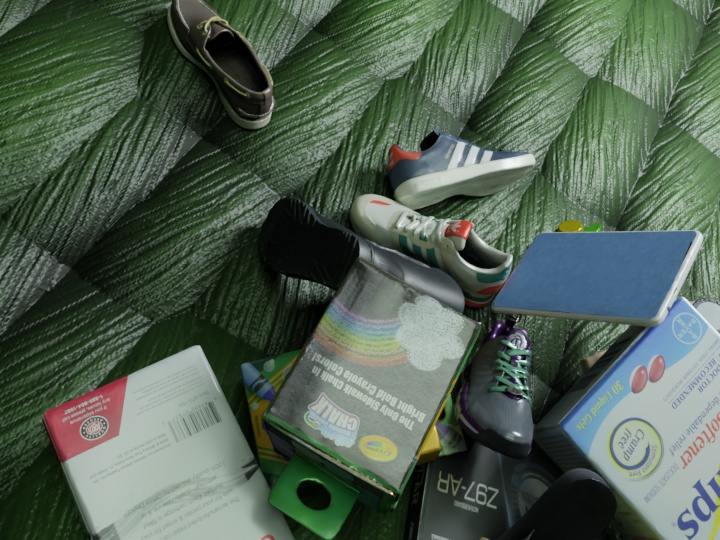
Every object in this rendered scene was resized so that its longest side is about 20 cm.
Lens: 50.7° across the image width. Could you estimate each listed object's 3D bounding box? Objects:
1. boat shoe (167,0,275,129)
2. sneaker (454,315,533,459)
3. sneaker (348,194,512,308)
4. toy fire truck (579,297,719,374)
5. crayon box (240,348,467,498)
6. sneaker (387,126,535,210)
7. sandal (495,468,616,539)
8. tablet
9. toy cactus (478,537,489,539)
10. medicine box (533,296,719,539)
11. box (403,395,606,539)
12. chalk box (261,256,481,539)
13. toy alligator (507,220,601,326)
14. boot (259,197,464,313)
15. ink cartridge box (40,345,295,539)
[{"bbox_3d":[-0.166,-0.263,0.907,0.071,0.060,0.202,-26,73,-28],"label":"boat shoe"},{"bbox_3d":[0.136,0.103,0.737,0.073,0.089,0.200,20,13,-2],"label":"sneaker"},{"bbox_3d":[0.083,-0.040,0.853,0.198,0.094,0.071,33,57,0],"label":"sneaker"},{"bbox_3d":[0.339,0.135,0.847,0.196,0.129,0.179,-15,63,-6],"label":"toy fire truck"},{"bbox_3d":[-0.005,0.131,0.724,0.196,0.052,0.128,-13,66,-8],"label":"crayon box"},{"bbox_3d":[0.122,-0.138,0.931,0.197,0.075,0.086,-12,71,-24],"label":"sneaker"},{"bbox_3d":[0.149,0.262,0.670,0.075,0.202,0.043,30,12,-11],"label":"sandal"},{"bbox_3d":[0.242,0.005,0.796,0.131,0.198,0.014,-51,122,-28],"label":"tablet"},{"bbox_3d":[0.069,0.302,0.623,0.165,0.199,0.103,-45,113,-20],"label":"toy cactus"},{"bbox_3d":[0.302,0.165,0.731,0.182,0.103,0.200,-42,81,-12],"label":"medicine box"},{"bbox_3d":[0.148,0.231,0.759,0.197,0.044,0.163,20,58,-8],"label":"box"},{"bbox_3d":[-0.001,0.119,0.635,0.123,0.124,0.202,28,69,10],"label":"chalk box"},{"bbox_3d":[0.218,-0.005,0.910,0.199,0.060,0.054,-39,37,-29],"label":"toy alligator"},{"bbox_3d":[0.000,0.000,0.808,0.167,0.199,0.078,26,89,-40],"label":"boot"},{"bbox_3d":[-0.163,0.191,0.648,0.143,0.084,0.202,-22,72,-27],"label":"ink cartridge box"}]
